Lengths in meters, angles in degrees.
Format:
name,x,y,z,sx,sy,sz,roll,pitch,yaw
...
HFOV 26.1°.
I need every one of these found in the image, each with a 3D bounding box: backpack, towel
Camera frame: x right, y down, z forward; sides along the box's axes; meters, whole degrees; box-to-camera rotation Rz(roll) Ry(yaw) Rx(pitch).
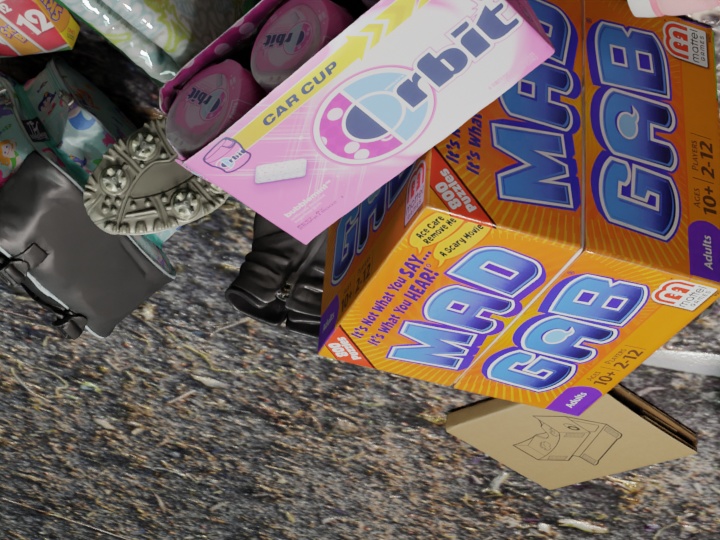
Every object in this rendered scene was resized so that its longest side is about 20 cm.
name,x,y,z,sx,sy,sz,roll,pitch,yaw
backpack,-0.235,-0.069,1.179,0.200,0.151,0.178,39,174,45
towel,-0.137,-0.214,0.896,0.048,0.172,0.200,-18,139,36

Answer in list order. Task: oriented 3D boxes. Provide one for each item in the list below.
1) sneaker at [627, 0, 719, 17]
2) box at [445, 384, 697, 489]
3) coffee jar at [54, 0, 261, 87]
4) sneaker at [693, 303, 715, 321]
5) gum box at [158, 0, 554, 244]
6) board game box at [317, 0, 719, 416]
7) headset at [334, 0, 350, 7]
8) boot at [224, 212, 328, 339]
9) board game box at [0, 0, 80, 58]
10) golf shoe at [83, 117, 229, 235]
name,x,y,z,sx,sy,sz,roll,pitch,yaw
sneaker,0.187,-0.213,0.875,0.104,0.076,0.200,2,156,25
box,0.207,0.161,1.545,0.163,0.021,0.199,31,145,-30
coffee jar,-0.148,-0.197,1.013,0.104,0.086,0.200,-21,138,38
sneaker,0.195,-0.014,1.231,0.199,0.076,0.079,20,175,-21
gum box,-0.007,-0.109,0.871,0.199,0.066,0.113,-37,140,18
board game box,0.102,-0.051,1.028,0.198,0.202,0.200,14,148,-15
headset,-0.050,-0.227,0.899,0.093,0.124,0.201,-23,111,1
boot,0.000,0.000,1.242,0.198,0.133,0.070,7,149,8
board game box,-0.286,-0.221,1.085,0.095,0.030,0.200,-3,144,23
golf shoe,-0.112,-0.076,1.120,0.079,0.199,0.097,56,157,5
